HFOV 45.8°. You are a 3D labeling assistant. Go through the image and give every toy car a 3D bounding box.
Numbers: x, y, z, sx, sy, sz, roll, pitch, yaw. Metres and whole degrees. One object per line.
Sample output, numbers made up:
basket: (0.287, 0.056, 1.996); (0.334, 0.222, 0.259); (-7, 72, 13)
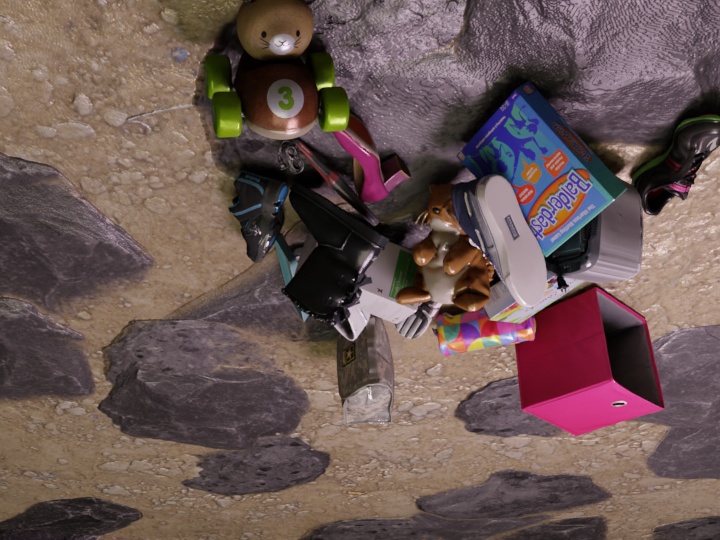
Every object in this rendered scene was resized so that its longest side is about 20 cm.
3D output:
toy car: (-0.099, -0.275, 1.020); (0.163, 0.158, 0.201); (-6, 136, -15)

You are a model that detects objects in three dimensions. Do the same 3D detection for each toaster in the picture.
toaster: (0.352, -0.059, 1.288); (0.129, 0.201, 0.113); (11, 164, -33)

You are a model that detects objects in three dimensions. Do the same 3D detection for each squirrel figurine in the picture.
squirrel figurine: (0.155, -0.050, 1.357); (0.141, 0.188, 0.200); (7, -162, 38)

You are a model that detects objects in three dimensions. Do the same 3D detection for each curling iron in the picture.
curling iron: (-0.047, -0.131, 1.291); (0.200, 0.026, 0.050); (36, 110, -24)

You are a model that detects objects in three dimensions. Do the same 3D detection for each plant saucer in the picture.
plant saucer: (-0.121, 0.014, 1.517); (0.019, 0.070, 0.200); (-26, 148, -11)

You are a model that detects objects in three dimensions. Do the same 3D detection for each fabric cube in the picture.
fabric cube: (0.439, 0.184, 1.655); (0.199, 0.201, 0.196); (-28, 139, 36)

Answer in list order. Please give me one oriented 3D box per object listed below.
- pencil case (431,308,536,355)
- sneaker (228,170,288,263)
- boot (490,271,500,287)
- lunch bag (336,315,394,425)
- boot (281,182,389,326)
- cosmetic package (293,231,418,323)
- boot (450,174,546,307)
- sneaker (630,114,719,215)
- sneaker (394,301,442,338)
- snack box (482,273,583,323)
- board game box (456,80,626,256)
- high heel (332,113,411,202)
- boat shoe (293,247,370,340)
pencil case: (0.238, 0.110, 1.648); (0.199, 0.089, 0.089); (-10, 145, 12)
sneaker: (-0.168, -0.089, 1.371); (0.082, 0.073, 0.200); (24, 143, 3)
boot: (0.257, -0.021, 1.487); (0.097, 0.075, 0.200); (-6, 146, -38)
lunch bag: (0.011, 0.195, 1.696); (0.117, 0.165, 0.200); (-2, 146, -2)
boot: (-0.066, -0.023, 1.306); (0.198, 0.163, 0.073); (34, -175, 19)
cosmetic package: (0.000, 0.000, 1.419); (0.199, 0.108, 0.085); (21, 154, -16)
boot: (0.200, -0.042, 1.237); (0.073, 0.201, 0.090); (-26, -168, -27)
sneaker: (0.479, -0.152, 1.257); (0.076, 0.084, 0.200); (8, 146, -14)
sneaker: (0.135, 0.027, 1.526); (0.200, 0.076, 0.115); (-53, 172, 11)
snack box: (0.315, 0.017, 1.459); (0.200, 0.053, 0.142); (-37, 158, 24)
board game box: (0.249, -0.139, 1.197); (0.200, 0.045, 0.152); (49, 138, 6)
high heel: (-0.011, -0.158, 1.249); (0.096, 0.068, 0.200); (-30, 141, 21)
boat shoe: (-0.056, 0.044, 1.514); (0.073, 0.066, 0.200); (-18, 124, 44)
